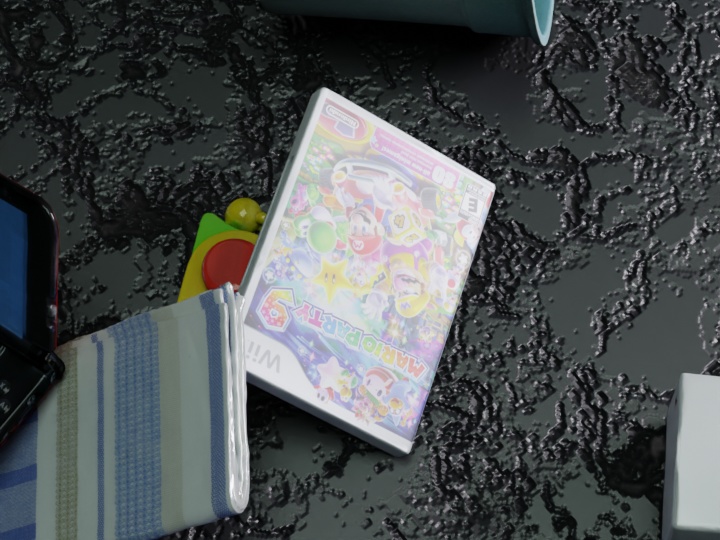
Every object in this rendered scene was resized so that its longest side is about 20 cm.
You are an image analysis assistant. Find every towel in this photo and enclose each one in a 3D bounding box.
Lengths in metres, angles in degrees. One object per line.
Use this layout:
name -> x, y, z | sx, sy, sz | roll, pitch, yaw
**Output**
towel -> -0.151, 0.102, 1.204 | 0.199, 0.024, 0.148 | -19, 62, 29

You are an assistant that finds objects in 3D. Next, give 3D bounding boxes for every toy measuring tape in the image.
toy measuring tape -> -0.086, 0.045, 1.252 | 0.073, 0.074, 0.201 | 10, 66, 7

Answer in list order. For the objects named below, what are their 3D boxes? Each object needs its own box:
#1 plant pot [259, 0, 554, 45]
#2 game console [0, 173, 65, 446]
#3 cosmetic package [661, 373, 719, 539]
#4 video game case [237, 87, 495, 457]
plant pot -> 0.028, -0.252, 1.323 | 0.194, 0.201, 0.202 | 0, 65, 10
game console -> -0.291, 0.016, 1.222 | 0.199, 0.119, 0.173 | 28, 69, 30
cosmetic package -> 0.289, 0.130, 1.196 | 0.198, 0.071, 0.102 | 6, 65, 4
video game case -> 0.000, 0.000, 1.259 | 0.143, 0.018, 0.201 | 28, 66, -20
